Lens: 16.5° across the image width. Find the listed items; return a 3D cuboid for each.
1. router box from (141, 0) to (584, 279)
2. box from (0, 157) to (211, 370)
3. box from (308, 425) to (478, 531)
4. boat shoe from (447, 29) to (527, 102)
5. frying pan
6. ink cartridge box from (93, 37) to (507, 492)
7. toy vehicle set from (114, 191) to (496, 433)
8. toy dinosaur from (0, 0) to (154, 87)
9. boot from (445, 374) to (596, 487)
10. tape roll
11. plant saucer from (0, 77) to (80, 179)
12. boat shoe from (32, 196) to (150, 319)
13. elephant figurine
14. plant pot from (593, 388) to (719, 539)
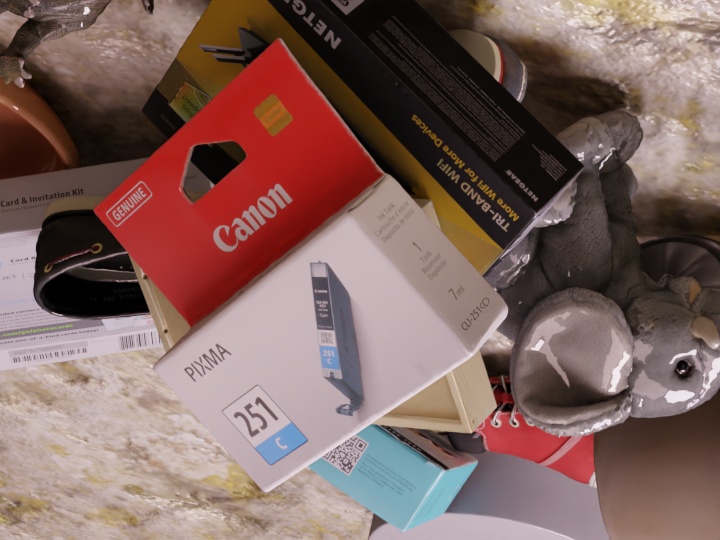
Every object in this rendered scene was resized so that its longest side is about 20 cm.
[{"bbox_3d":[-0.003,-0.069,1.283,0.200,0.052,0.157,44,138,4],"label":"router box"},{"bbox_3d":[-0.168,-0.002,1.552,0.155,0.041,0.200,-9,157,-6],"label":"box"},{"bbox_3d":[0.023,0.127,1.651,0.082,0.049,0.200,34,-177,9],"label":"box"},{"bbox_3d":[0.043,-0.073,1.359,0.062,0.072,0.200,19,155,-20],"label":"boat shoe"},{"bbox_3d":[0.161,0.002,1.458,0.190,0.115,0.031,50,172,46],"label":"frying pan"},{"bbox_3d":[-0.045,0.004,1.258,0.176,0.045,0.200,49,138,-4],"label":"ink cartridge box"},{"bbox_3d":[-0.031,0.020,1.312,0.199,0.027,0.125,3,123,37],"label":"toy vehicle set"},{"bbox_3d":[-0.178,-0.158,1.282,0.199,0.102,0.077,16,130,25],"label":"toy dinosaur"},{"bbox_3d":[0.115,0.083,1.625,0.143,0.073,0.200,14,156,2],"label":"boot"},{"bbox_3d":[0.108,0.194,1.837,0.199,0.067,0.201,10,153,5],"label":"tape roll"},{"bbox_3d":[-0.263,-0.088,1.503,0.199,0.038,0.201,11,152,6],"label":"plant saucer"},{"bbox_3d":[-0.089,-0.005,1.414,0.200,0.063,0.074,-2,144,10],"label":"boat shoe"},{"bbox_3d":[0.136,0.028,1.341,0.201,0.141,0.155,60,156,5],"label":"elephant figurine"},{"bbox_3d":[0.235,0.109,1.459,0.172,0.201,0.200,-6,147,23],"label":"plant pot"}]
